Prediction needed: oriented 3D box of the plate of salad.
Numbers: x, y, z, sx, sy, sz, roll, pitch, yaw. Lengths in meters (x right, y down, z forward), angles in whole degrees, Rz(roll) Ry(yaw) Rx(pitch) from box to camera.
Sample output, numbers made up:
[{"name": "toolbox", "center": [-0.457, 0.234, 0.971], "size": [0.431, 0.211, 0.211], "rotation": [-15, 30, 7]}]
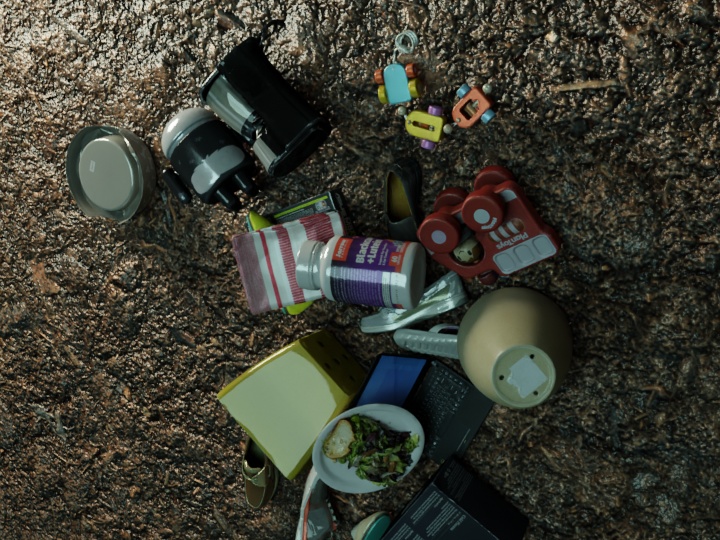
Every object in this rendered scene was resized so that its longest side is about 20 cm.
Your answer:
[{"name": "plate of salad", "center": [0.017, 0.314, 1.649], "size": [0.199, 0.048, 0.201], "rotation": [-7, 121, -11]}]

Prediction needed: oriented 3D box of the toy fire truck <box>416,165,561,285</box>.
[{"name": "toy fire truck", "center": [0.198, -0.056, 1.531], "size": [0.200, 0.112, 0.168], "rotation": [-27, 108, 33]}]

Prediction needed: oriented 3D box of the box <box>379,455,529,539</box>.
[{"name": "box", "center": [0.158, 0.465, 1.679], "size": [0.182, 0.104, 0.200], "rotation": [40, 119, 7]}]

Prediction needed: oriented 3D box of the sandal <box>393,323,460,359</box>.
[{"name": "sandal", "center": [0.153, 0.114, 1.624], "size": [0.202, 0.083, 0.050], "rotation": [8, 64, 20]}]

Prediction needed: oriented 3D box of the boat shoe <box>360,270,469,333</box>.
[{"name": "boat shoe", "center": [0.087, 0.058, 1.639], "size": [0.201, 0.074, 0.065], "rotation": [-20, 87, 28]}]

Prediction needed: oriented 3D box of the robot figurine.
[{"name": "robot figurine", "center": [-0.271, -0.200, 1.737], "size": [0.200, 0.150, 0.125], "rotation": [49, 142, 8]}]

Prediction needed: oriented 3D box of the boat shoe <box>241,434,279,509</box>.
[{"name": "boat shoe", "center": [-0.204, 0.380, 1.885], "size": [0.075, 0.074, 0.201], "rotation": [18, 111, 24]}]

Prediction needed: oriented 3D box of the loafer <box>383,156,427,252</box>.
[{"name": "loafer", "center": [0.066, -0.086, 1.607], "size": [0.073, 0.072, 0.201], "rotation": [-2, 103, 28]}]

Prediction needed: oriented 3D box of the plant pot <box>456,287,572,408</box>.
[{"name": "plant pot", "center": [0.242, 0.134, 1.462], "size": [0.186, 0.200, 0.188], "rotation": [1, 99, 5]}]

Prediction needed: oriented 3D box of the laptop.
[{"name": "laptop", "center": [0.098, 0.250, 1.664], "size": [0.200, 0.103, 0.178], "rotation": [34, 118, 17]}]

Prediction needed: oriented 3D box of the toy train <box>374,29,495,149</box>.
[{"name": "toy train", "center": [0.120, -0.284, 1.537], "size": [0.200, 0.056, 0.150], "rotation": [44, 119, 8]}]

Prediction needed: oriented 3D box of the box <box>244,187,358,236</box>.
[{"name": "box", "center": [-0.097, -0.043, 1.728], "size": [0.199, 0.044, 0.161], "rotation": [-18, 94, 31]}]

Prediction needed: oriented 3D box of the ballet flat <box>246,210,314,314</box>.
[{"name": "ballet flat", "center": [-0.136, -0.020, 1.700], "size": [0.067, 0.067, 0.201], "rotation": [-20, 96, 10]}]

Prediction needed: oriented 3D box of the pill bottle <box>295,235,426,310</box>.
[{"name": "pill bottle", "center": [0.000, 0.000, 1.579], "size": [0.199, 0.111, 0.112], "rotation": [6, 107, 17]}]

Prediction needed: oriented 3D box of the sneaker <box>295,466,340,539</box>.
[{"name": "sneaker", "center": [-0.074, 0.462, 1.852], "size": [0.082, 0.077, 0.201], "rotation": [10, 112, -2]}]

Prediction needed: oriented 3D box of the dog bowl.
[{"name": "dog bowl", "center": [-0.489, -0.192, 1.897], "size": [0.199, 0.059, 0.201], "rotation": [8, 106, 27]}]

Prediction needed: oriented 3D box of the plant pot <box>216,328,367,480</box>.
[{"name": "plant pot", "center": [-0.098, 0.220, 1.722], "size": [0.200, 0.200, 0.176], "rotation": [47, 110, 10]}]

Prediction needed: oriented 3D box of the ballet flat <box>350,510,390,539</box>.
[{"name": "ballet flat", "center": [0.003, 0.523, 1.820], "size": [0.069, 0.069, 0.201], "rotation": [24, 115, 22]}]

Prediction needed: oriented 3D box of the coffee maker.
[{"name": "coffee maker", "center": [-0.147, -0.289, 1.635], "size": [0.200, 0.135, 0.192], "rotation": [46, 119, 10]}]

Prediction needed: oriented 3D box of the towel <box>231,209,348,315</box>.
[{"name": "towel", "center": [-0.112, -0.014, 1.657], "size": [0.199, 0.023, 0.145], "rotation": [-14, 99, 5]}]
